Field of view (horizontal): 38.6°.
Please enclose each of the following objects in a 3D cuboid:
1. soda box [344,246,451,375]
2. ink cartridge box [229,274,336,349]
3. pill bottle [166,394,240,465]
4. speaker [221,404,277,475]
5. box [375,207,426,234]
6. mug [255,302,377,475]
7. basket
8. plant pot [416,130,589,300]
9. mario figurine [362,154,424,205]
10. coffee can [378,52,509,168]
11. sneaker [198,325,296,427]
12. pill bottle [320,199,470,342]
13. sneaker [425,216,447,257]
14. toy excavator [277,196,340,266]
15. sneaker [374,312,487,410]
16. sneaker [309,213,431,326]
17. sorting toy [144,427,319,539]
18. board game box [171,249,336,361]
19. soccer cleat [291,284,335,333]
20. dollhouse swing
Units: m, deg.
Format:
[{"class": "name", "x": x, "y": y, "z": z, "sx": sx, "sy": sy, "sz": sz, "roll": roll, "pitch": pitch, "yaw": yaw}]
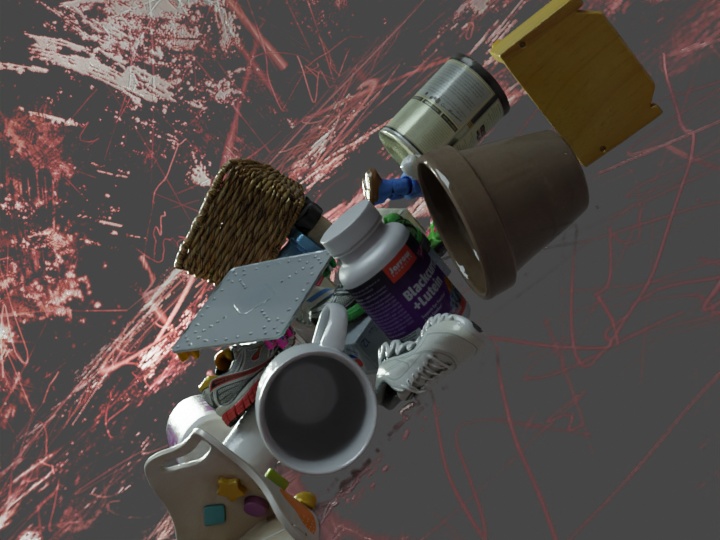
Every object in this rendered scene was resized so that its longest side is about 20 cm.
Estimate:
[{"class": "soda box", "x": 0.045, "y": 0.054, "z": 1.463, "sx": 0.068, "sy": 0.064, "sz": 0.201, "roll": -16, "pitch": 32, "yaw": 55}, {"class": "ink cartridge box", "x": -0.123, "y": 0.113, "z": 1.690, "sx": 0.199, "sy": 0.083, "sz": 0.147, "roll": -31, "pitch": 21, "yaw": 37}, {"class": "pill bottle", "x": -0.236, "y": 0.252, "z": 1.568, "sx": 0.112, "sy": 0.112, "sz": 0.200, "roll": -46, "pitch": 17, "yaw": -10}, {"class": "speaker", "x": -0.133, "y": 0.225, "z": 1.441, "sx": 0.201, "sy": 0.081, "sz": 0.081, "roll": -52, "pitch": 18, "yaw": -26}, {"class": "box", "x": 0.034, "y": -0.047, "z": 1.713, "sx": 0.095, "sy": 0.078, "sz": 0.200, "roll": -46, "pitch": 16, "yaw": -9}, {"class": "mug", "x": -0.055, "y": 0.140, "z": 1.301, "sx": 0.175, "sy": 0.145, "sz": 0.203, "roll": -168, "pitch": 93, "yaw": -82}, {"class": "basket", "x": -0.196, "y": -0.079, "z": 1.665, "sx": 0.202, "sy": 0.147, "sz": 0.143, "roll": -62, "pitch": 14, "yaw": 16}, {"class": "plant pot", "x": 0.188, "y": -0.089, "z": 1.304, "sx": 0.173, "sy": 0.203, "sz": 0.200, "roll": -26, "pitch": 15, "yaw": -6}, {"class": "mario figurine", "x": 0.101, "y": -0.158, "z": 1.663, "sx": 0.196, "sy": 0.108, "sz": 0.124, "roll": -5, "pitch": 29, "yaw": -9}, {"class": "coffee can", "x": 0.151, "y": -0.269, "z": 1.858, "sx": 0.200, "sy": 0.147, "sz": 0.146, "roll": -46, "pitch": 16, "yaw": -7}, {"class": "sneaker", "x": -0.157, "y": 0.127, "z": 1.458, "sx": 0.078, "sy": 0.082, "sz": 0.200, "roll": -46, "pitch": 5, "yaw": 38}, {"class": "pill bottle", "x": 0.042, "y": 0.011, "z": 1.324, "sx": 0.111, "sy": 0.200, "sz": 0.112, "roll": -38, "pitch": 14, "yaw": 12}, {"class": "sneaker", "x": 0.144, "y": -0.054, "z": 1.493, "sx": 0.200, "sy": 0.083, "sz": 0.078, "roll": 134, "pitch": 157, "yaw": -73}, {"class": "toy excavator", "x": -0.115, "y": -0.014, "z": 1.709, "sx": 0.201, "sy": 0.100, "sz": 0.194, "roll": -51, "pitch": 14, "yaw": 0}, {"class": "sneaker", "x": 0.080, "y": 0.114, "z": 1.235, "sx": 0.200, "sy": 0.075, "sz": 0.082, "roll": -37, "pitch": 23, "yaw": 52}, {"class": "sneaker", "x": 0.000, "y": 0.000, "z": 1.438, "sx": 0.200, "sy": 0.085, "sz": 0.078, "roll": -44, "pitch": 17, "yaw": 1}, {"class": "sorting toy", "x": -0.163, "y": 0.269, "z": 1.227, "sx": 0.199, "sy": 0.180, "sz": 0.107, "roll": -32, "pitch": 20, "yaw": 34}, {"class": "board game box", "x": -0.148, "y": 0.050, "z": 1.475, "sx": 0.197, "sy": 0.026, "sz": 0.201, "roll": -10, "pitch": 31, "yaw": 32}, {"class": "soccer cleat", "x": -0.066, "y": 0.062, "z": 1.541, "sx": 0.196, "sy": 0.071, "sz": 0.087, "roll": 1, "pitch": 32, "yaw": -6}, {"class": "dollhouse swing", "x": 0.296, "y": -0.281, "z": 1.440, "sx": 0.181, "sy": 0.200, "sz": 0.177, "roll": -35, "pitch": 17, "yaw": 27}]
